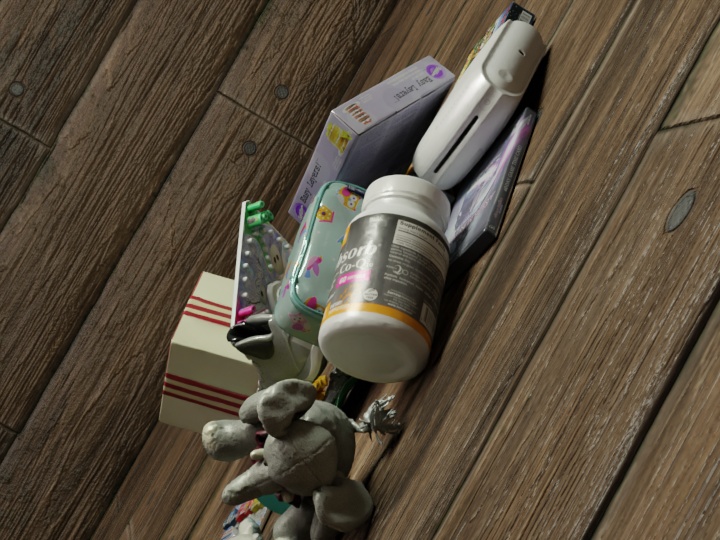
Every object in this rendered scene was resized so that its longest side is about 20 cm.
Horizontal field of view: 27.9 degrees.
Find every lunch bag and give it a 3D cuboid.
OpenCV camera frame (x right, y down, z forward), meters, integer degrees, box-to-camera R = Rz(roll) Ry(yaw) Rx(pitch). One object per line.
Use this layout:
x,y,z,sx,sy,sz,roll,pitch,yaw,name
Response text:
0.000,0.000,1.642,0.077,0.160,0.200,125,165,-54,lunch bag

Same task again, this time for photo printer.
0.137,-0.191,1.696,0.166,0.069,0.200,-53,4,35,photo printer

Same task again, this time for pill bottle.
0.031,0.006,1.503,0.116,0.116,0.200,-48,23,52,pill bottle

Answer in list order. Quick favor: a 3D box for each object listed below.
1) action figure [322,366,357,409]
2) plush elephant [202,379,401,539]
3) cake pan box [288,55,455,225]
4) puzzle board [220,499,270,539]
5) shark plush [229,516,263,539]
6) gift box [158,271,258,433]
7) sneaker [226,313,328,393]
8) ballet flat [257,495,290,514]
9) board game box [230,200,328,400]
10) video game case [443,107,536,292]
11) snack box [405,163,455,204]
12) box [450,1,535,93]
-0.003,0.091,1.701,0.200,0.055,0.118,-59,6,-21,action figure
-0.064,0.184,1.383,0.200,0.165,0.155,-32,-9,17,plush elephant
0.016,-0.153,1.754,0.200,0.052,0.184,-35,-17,-39,cake pan box
-0.143,0.308,1.872,0.151,0.017,0.200,-65,10,-28,puzzle board
-0.097,0.303,1.467,0.091,0.083,0.200,-43,5,-30,shark plush
-0.162,0.135,2.016,0.185,0.186,0.200,-72,-4,-46,gift box
-0.110,0.107,1.700,0.200,0.115,0.075,-57,8,48,sneaker
-0.063,0.229,1.586,0.067,0.067,0.200,-40,5,-21,ballet flat
-0.092,0.041,1.818,0.026,0.200,0.200,-16,50,23,board game box
0.131,-0.072,1.591,0.143,0.019,0.200,-49,13,48,video game case
0.038,-0.044,1.850,0.200,0.053,0.142,-52,12,13,snack box
0.156,-0.244,1.923,0.137,0.038,0.200,-45,18,57,box
